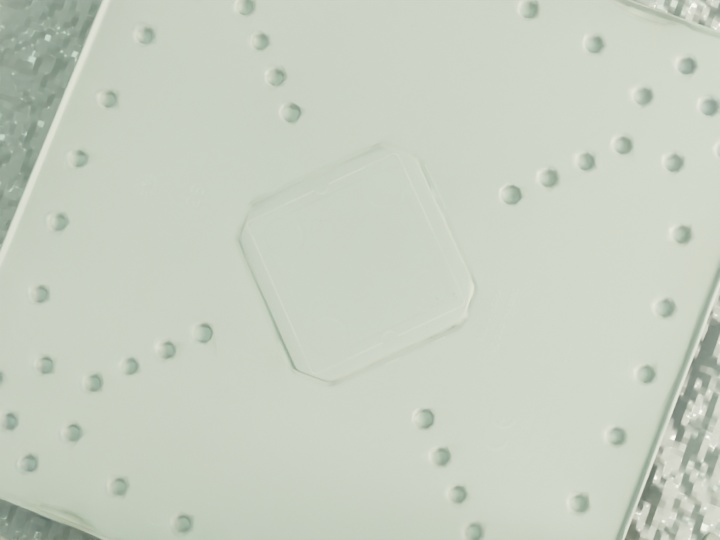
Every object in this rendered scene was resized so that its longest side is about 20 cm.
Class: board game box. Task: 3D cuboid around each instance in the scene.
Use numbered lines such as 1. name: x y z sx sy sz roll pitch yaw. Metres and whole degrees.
1. board game box: 0.000 0.000 0.856 0.199 0.026 0.201 21 83 9

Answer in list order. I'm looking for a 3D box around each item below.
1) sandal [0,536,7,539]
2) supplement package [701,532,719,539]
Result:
1. sandal: -0.148 0.162 0.809 0.082 0.050 0.203 28 99 50
2. supplement package: 0.119 0.192 0.747 0.200 0.151 0.152 39 86 10
